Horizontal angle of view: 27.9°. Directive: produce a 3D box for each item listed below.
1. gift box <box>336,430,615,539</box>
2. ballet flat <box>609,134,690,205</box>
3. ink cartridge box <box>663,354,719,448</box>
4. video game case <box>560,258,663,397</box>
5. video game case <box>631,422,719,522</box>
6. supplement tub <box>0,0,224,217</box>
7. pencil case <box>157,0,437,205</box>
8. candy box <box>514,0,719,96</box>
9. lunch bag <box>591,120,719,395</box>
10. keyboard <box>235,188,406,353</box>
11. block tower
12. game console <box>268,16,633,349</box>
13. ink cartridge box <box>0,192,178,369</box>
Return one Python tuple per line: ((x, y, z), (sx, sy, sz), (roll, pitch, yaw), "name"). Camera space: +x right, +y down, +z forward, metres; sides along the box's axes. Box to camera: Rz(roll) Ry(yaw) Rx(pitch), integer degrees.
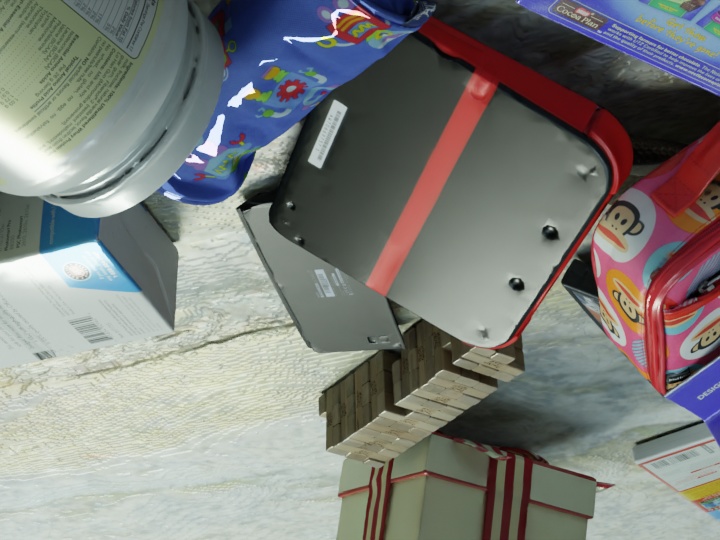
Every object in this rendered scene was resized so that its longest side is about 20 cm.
((0.092, 0.227, 1.183), (0.183, 0.189, 0.199), (19, 157, -27), "gift box")
((0.158, -0.063, 0.887), (0.198, 0.047, 0.068), (5, 137, -21), "ballet flat")
((0.312, 0.061, 0.863), (0.198, 0.044, 0.199), (-41, 137, 24), "ink cartridge box")
((0.253, 0.072, 1.011), (0.180, 0.026, 0.200), (24, 168, 42), "video game case")
((0.348, 0.175, 1.279), (0.142, 0.018, 0.200), (-24, 141, 29), "video game case")
((-0.171, -0.124, 0.670), (0.144, 0.146, 0.200), (-22, 143, 27), "supplement tub")
((-0.044, -0.112, 0.761), (0.086, 0.079, 0.200), (7, 148, -40), "pencil case")
((0.193, -0.180, 0.673), (0.168, 0.078, 0.200), (18, 143, -27), "candy box")
((0.227, -0.033, 0.834), (0.199, 0.082, 0.177), (-34, 146, -8), "lunch bag")
((0.000, 0.000, 0.988), (0.126, 0.021, 0.201), (-4, 148, 13), "keyboard")
((0.044, 0.084, 1.086), (0.054, 0.058, 0.200), (19, 142, -29), "block tower")
((0.047, -0.050, 0.841), (0.176, 0.031, 0.201), (31, 137, 4), "game console")
((-0.231, 0.005, 0.934), (0.198, 0.068, 0.116), (-12, 145, 14), "ink cartridge box")
